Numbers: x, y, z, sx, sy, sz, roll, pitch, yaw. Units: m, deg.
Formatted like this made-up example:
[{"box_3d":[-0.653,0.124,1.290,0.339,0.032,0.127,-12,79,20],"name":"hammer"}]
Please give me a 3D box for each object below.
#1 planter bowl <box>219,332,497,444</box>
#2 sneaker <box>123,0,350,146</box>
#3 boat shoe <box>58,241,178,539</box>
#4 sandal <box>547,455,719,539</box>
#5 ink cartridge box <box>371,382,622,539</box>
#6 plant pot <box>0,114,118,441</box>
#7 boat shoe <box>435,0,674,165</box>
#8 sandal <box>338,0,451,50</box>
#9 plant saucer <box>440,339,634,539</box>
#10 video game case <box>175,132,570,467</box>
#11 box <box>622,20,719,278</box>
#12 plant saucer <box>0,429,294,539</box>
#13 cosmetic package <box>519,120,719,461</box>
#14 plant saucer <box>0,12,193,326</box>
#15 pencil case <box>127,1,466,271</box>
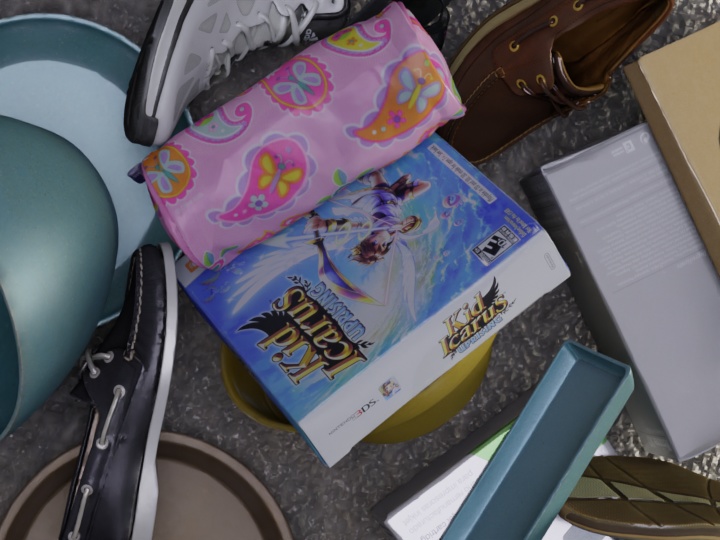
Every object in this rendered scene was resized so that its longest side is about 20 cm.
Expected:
[{"box_3d":[0.018,0.045,1.443,0.200,0.200,0.084,-37,128,-4],"name":"planter bowl"},{"box_3d":[-0.068,-0.151,1.445,0.115,0.076,0.202,23,65,-8],"name":"sneaker"},{"box_3d":[-0.148,0.081,1.430,0.060,0.074,0.202,6,97,-9],"name":"boat shoe"},{"box_3d":[0.208,0.159,1.411,0.198,0.080,0.054,9,113,-12],"name":"sandal"},{"box_3d":[0.124,0.192,1.469,0.145,0.084,0.201,-36,92,-6],"name":"ink cartridge box"},{"box_3d":[-0.221,-0.014,1.372,0.135,0.200,0.201,-34,92,-41],"name":"plant pot"},{"box_3d":[0.118,-0.130,1.441,0.072,0.068,0.200,22,126,-36],"name":"boat shoe"},{"box_3d":[0.005,-0.126,1.471,0.200,0.075,0.048,-41,77,4],"name":"sandal"},{"box_3d":[0.095,0.137,1.397,0.019,0.070,0.201,36,84,-32],"name":"plant saucer"},{"box_3d":[0.000,0.000,1.399,0.181,0.200,0.046,-39,128,-5],"name":"video game case"},{"box_3d":[0.251,-0.059,1.465,0.163,0.021,0.201,-27,93,-50],"name":"box"},{"box_3d":[-0.136,0.200,1.475,0.198,0.029,0.202,0,90,-5],"name":"plant saucer"},{"box_3d":[0.183,0.013,1.469,0.090,0.107,0.201,-23,89,-5],"name":"cosmetic package"},{"box_3d":[-0.199,-0.059,1.471,0.198,0.036,0.202,0,88,-4],"name":"plant saucer"},{"box_3d":[-0.037,-0.079,1.405,0.199,0.087,0.088,-33,92,4],"name":"pencil case"}]
